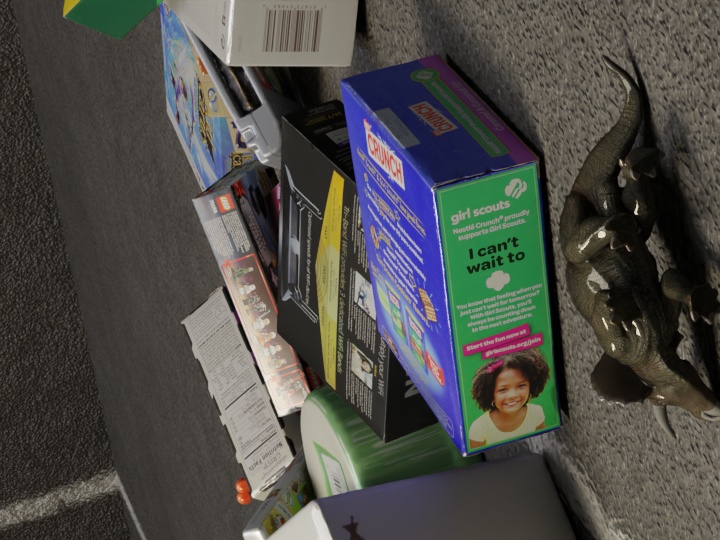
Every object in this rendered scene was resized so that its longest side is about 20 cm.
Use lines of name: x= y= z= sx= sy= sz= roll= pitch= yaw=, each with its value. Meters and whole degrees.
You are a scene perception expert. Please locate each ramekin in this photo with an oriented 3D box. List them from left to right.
ramekin: x=0.027 y=0.167 z=1.773 sx=0.200 sy=0.097 sz=0.201 roll=163 pitch=90 yaw=-77

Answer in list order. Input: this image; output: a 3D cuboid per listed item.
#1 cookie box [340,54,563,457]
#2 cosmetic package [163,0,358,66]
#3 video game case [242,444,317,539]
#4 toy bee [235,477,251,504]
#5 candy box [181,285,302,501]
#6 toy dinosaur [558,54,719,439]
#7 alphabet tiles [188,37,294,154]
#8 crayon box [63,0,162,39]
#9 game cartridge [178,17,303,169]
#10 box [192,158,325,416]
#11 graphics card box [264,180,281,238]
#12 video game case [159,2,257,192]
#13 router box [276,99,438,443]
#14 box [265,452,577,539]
cookie box: x=0.059 y=-0.012 z=1.469 sx=0.171 sy=0.075 sz=0.201 roll=-126 pitch=23 yaw=-55
cosmetic package: x=-0.078 y=-0.212 z=1.713 sx=0.200 sy=0.101 sz=0.075 roll=-133 pitch=45 yaw=-60
video game case: x=-0.012 y=0.247 z=1.873 sx=0.201 sy=0.023 sz=0.182 roll=63 pitch=-150 yaw=-16
toy bee: x=-0.076 y=0.176 z=2.198 sx=0.200 sy=0.108 sz=0.132 roll=-130 pitch=28 yaw=-60
candy box: x=-0.067 y=0.120 z=2.037 sx=0.136 sy=0.061 sz=0.201 roll=22 pitch=-145 yaw=-49
toy dinosaur: x=0.131 y=-0.006 z=1.180 sx=0.201 sy=0.077 sz=0.102 roll=69 pitch=160 yaw=4
alphabet tiles: x=-0.110 y=-0.199 z=1.998 sx=0.166 sy=0.006 sz=0.201 roll=7 pitch=114 yaw=59
crayon box: x=-0.152 y=-0.302 z=1.726 sx=0.172 sy=0.058 sz=0.201 roll=-29 pitch=48 yaw=53
game cartridge: x=-0.100 y=-0.176 z=1.872 sx=0.201 sy=0.041 sz=0.133 roll=62 pitch=-172 yaw=9
box: x=-0.075 y=0.011 z=1.963 sx=0.137 sy=0.040 sz=0.201 roll=-48 pitch=-62 yaw=-73
graphics card box: x=-0.024 y=-0.024 z=1.859 sx=0.200 sy=0.051 sz=0.126 roll=152 pitch=101 yaw=-76
video game case: x=-0.146 y=-0.161 z=2.205 sx=0.201 sy=0.045 sz=0.182 roll=91 pitch=157 yaw=-52
router box: x=0.000 y=0.000 z=1.666 sx=0.157 sy=0.052 sz=0.201 roll=44 pitch=142 yaw=42
box: x=0.041 y=0.253 z=1.509 sx=0.171 sy=0.198 sz=0.201 roll=-45 pitch=61 yaw=47
